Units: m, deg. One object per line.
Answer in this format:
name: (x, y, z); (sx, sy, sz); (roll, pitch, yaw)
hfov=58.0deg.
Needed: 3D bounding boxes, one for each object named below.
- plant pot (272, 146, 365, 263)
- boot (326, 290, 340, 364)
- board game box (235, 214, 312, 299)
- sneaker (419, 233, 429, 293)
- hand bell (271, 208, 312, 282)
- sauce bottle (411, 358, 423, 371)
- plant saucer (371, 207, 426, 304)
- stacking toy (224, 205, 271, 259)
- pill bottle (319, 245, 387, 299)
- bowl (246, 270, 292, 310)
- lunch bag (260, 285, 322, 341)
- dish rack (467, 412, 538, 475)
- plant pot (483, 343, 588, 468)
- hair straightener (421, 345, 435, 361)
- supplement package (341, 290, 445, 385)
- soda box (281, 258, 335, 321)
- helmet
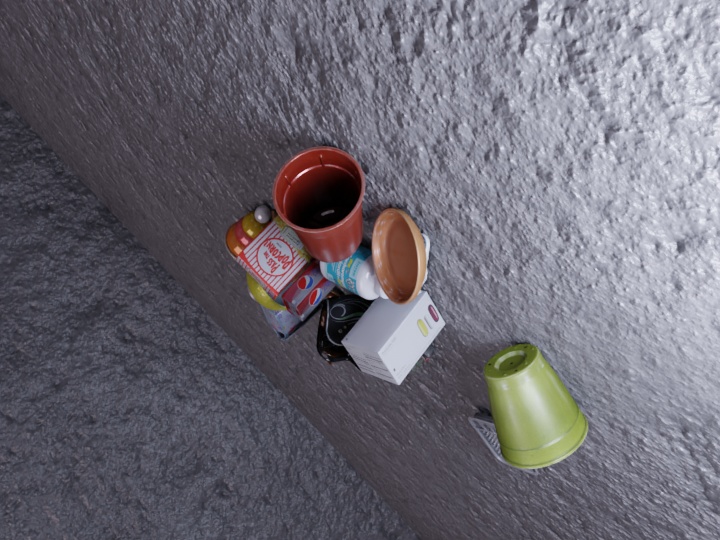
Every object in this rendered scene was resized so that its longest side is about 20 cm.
plant pot: (-0.075, -0.128, 1.419); (0.199, 0.202, 0.196); (34, 164, 21)
boot: (-0.082, 0.172, 1.951); (0.073, 0.155, 0.202); (13, 142, 50)
board game box: (-0.216, -0.048, 1.753); (0.151, 0.201, 0.046); (43, 157, -3)
sneaker: (0.123, -0.013, 1.434); (0.202, 0.070, 0.073); (104, 146, -51)
hand bell: (-0.208, -0.081, 1.863); (0.103, 0.103, 0.205); (8, 126, 54)
sauce bottle: (0.090, 0.215, 1.853); (0.197, 0.065, 0.066); (30, 154, 35)
plant saucer: (0.085, -0.031, 1.380); (0.199, 0.036, 0.207); (32, 127, 58)
stacking toy: (-0.314, -0.125, 1.919); (0.146, 0.146, 0.200); (43, 142, 1)
pill bottle: (0.000, 0.000, 1.585); (0.197, 0.111, 0.112); (24, 151, 38)
bowl: (-0.273, 0.036, 1.926); (0.106, 0.202, 0.202); (-28, 110, 32)
lunch bag: (-0.212, 0.120, 2.068); (0.127, 0.169, 0.202); (39, 158, 28)
dish rack: (0.398, 0.466, 1.777); (0.202, 0.044, 0.170); (55, 155, -21)
plant pot: (0.353, 0.271, 1.372); (0.198, 0.198, 0.197); (-1, 119, 59)
hair straightener: (0.126, 0.155, 1.736); (0.200, 0.041, 0.077); (47, 157, 7)
supplement package: (0.080, 0.151, 1.583); (0.154, 0.201, 0.112); (8, 140, 53)
soda box: (-0.118, 0.032, 1.719); (0.062, 0.200, 0.071); (27, 153, 31)
helmet: (-0.018, 0.170, 1.791); (0.185, 0.206, 0.200); (9, 160, -12)
